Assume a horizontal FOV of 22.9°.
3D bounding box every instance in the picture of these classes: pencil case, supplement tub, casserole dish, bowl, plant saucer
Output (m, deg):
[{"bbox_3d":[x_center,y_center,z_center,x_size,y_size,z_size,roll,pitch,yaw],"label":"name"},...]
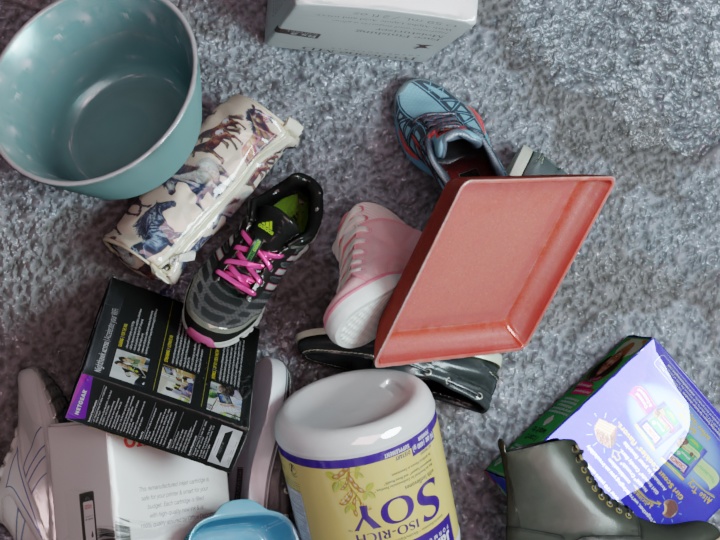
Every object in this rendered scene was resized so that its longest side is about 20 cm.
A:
[{"bbox_3d":[-0.142,-0.074,1.633,0.089,0.078,0.200,33,78,37],"label":"pencil case"},{"bbox_3d":[0.010,0.204,1.593,0.145,0.145,0.200,-16,111,-11],"label":"supplement tub"},{"bbox_3d":[-0.103,0.301,1.549,0.121,0.039,0.200,-1,78,-35],"label":"casserole dish"},{"bbox_3d":[-0.222,-0.143,1.591,0.200,0.105,0.201,-7,64,13],"label":"bowl"},{"bbox_3d":[0.111,-0.009,1.575,0.199,0.037,0.200,-4,129,-43],"label":"plant saucer"}]

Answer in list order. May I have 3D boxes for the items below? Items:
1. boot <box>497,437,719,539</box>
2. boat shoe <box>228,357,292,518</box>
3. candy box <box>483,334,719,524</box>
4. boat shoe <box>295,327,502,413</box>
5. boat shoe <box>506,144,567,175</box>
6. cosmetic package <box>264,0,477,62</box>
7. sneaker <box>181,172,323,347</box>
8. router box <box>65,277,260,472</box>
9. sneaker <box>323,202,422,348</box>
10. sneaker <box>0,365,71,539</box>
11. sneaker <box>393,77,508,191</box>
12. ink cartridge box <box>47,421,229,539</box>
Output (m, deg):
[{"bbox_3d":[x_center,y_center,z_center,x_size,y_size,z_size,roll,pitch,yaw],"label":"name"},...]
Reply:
[{"bbox_3d":[0.226,0.209,1.613,0.200,0.077,0.139,-7,86,-9],"label":"boot"},{"bbox_3d":[-0.085,0.182,1.644,0.057,0.069,0.200,11,86,-28],"label":"boat shoe"},{"bbox_3d":[0.249,0.189,1.693,0.200,0.077,0.169,-42,96,-11],"label":"candy box"},{"bbox_3d":[0.035,0.097,1.661,0.199,0.074,0.066,11,73,-19],"label":"boat shoe"},{"bbox_3d":[0.139,-0.020,1.688,0.062,0.073,0.200,25,78,-4],"label":"boat shoe"},{"bbox_3d":[0.010,-0.292,1.614,0.165,0.200,0.165,5,85,-10],"label":"cosmetic package"},{"bbox_3d":[-0.093,-0.018,1.605,0.074,0.087,0.200,34,56,7],"label":"sneaker"},{"bbox_3d":[-0.169,0.088,1.563,0.149,0.200,0.051,20,112,-8],"label":"router box"},{"bbox_3d":[0.000,0.000,1.619,0.105,0.200,0.075,40,122,14],"label":"sneaker"},{"bbox_3d":[-0.295,0.186,1.600,0.087,0.075,0.200,-7,84,3],"label":"sneaker"},{"bbox_3d":[0.092,-0.116,1.645,0.079,0.096,0.200,-29,60,-6],"label":"sneaker"},{"bbox_3d":[-0.191,0.226,1.575,0.146,0.084,0.200,0,84,-51],"label":"ink cartridge box"}]
